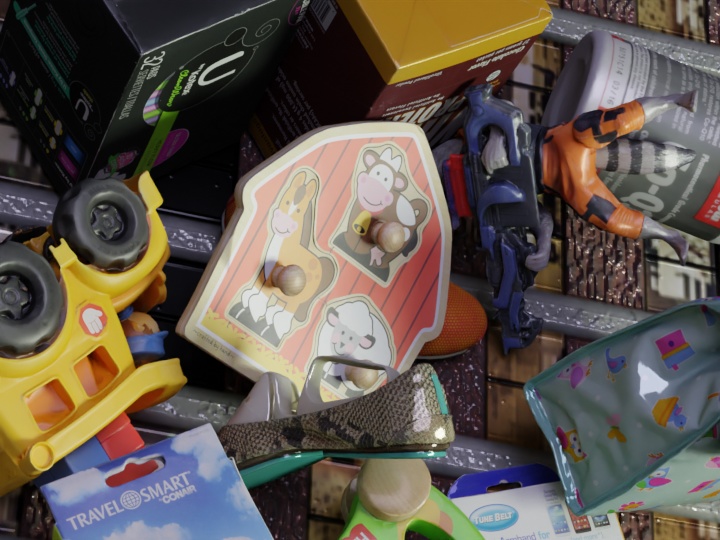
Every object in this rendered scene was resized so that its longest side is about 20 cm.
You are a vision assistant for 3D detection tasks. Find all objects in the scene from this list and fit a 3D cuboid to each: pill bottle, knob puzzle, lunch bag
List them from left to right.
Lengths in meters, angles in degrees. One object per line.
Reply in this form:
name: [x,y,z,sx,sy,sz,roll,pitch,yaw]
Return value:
knob puzzle: [-0.005,-0.006,1.541,0.218,0.030,0.222,-9,104,-36]
pill bottle: [0.238,-0.088,1.731,0.199,0.114,0.115,21,57,-9]
lunch bag: [0.240,0.076,1.566,0.170,0.200,0.123,1,62,-47]

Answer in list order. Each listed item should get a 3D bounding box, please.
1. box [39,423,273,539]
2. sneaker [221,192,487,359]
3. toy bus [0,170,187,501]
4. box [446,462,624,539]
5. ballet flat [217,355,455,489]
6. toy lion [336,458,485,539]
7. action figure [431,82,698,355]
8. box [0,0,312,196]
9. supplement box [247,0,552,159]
box: [-0.098,0.200,1.404,0.121,0.048,0.201,-19,62,-23]
sneaker: [0.000,0.000,1.613,0.199,0.077,0.073,25,55,-12]
toy bus: [-0.178,0.060,1.489,0.200,0.136,0.193,-38,94,-36]
box: [0.126,0.218,1.565,0.118,0.042,0.201,-7,68,-24]
ballet flat: [-0.027,0.093,1.487,0.068,0.199,0.076,3,76,-53]
toy lion: [0.018,0.241,1.483,0.192,0.069,0.200,44,65,6]
action figure: [0.132,-0.048,1.645,0.192,0.201,0.105,4,28,10]
box: [-0.141,-0.157,1.570,0.148,0.200,0.125,-26,73,-30]
supplement box: [-0.004,-0.181,1.636,0.132,0.200,0.198,-21,72,-30]
